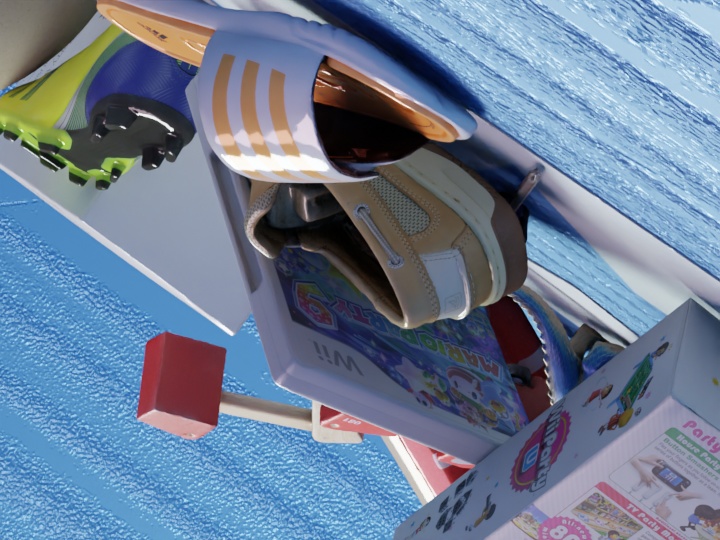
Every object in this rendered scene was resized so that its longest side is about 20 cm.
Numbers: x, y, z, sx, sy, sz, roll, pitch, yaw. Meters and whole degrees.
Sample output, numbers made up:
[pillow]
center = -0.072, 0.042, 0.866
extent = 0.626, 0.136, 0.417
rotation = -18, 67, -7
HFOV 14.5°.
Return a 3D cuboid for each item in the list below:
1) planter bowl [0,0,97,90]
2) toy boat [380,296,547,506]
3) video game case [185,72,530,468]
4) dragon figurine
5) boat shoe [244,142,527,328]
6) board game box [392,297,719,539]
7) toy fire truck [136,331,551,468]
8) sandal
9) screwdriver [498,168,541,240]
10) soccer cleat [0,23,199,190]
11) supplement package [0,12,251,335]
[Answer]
[planter bowl]
center = -0.240, -0.158, 1.474
extent = 0.200, 0.135, 0.200
rotation = 35, 178, 1
[toy boat]
center = 0.105, 0.097, 1.677
extent = 0.130, 0.131, 0.200
rotation = -17, 112, 44
[video game case]
center = 0.000, 0.000, 1.262
extent = 0.143, 0.018, 0.200
rotation = 24, -149, -34
[dragon figurine]
center = 0.119, 0.086, 1.534
extent = 0.200, 0.100, 0.059
rotation = 38, 176, -33
[boat shoe]
center = -0.019, -0.037, 1.178
extent = 0.200, 0.076, 0.072
rotation = 34, 145, 45
[board game box]
center = 0.123, 0.123, 1.185
extent = 0.147, 0.200, 0.064
rotation = 37, -141, -15
[toy fire truck]
center = -0.009, 0.073, 1.586
extent = 0.199, 0.049, 0.141
rotation = 19, 154, -29
[sandal]
center = -0.038, -0.064, 1.098
extent = 0.206, 0.059, 0.079
rotation = 19, 171, 47
[screwdriver]
center = 0.067, -0.026, 1.174
extent = 0.029, 0.028, 0.200
rotation = 7, 173, -7
[soccer cleat]
center = -0.126, -0.092, 1.442
extent = 0.065, 0.084, 0.200
rotation = 30, 164, -24
[supplement package]
center = -0.114, -0.066, 1.599
extent = 0.120, 0.121, 0.200
rotation = 38, 176, -28
